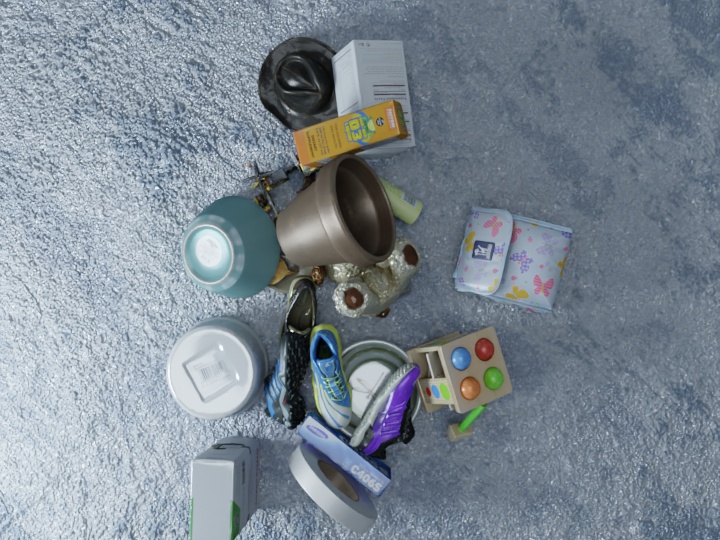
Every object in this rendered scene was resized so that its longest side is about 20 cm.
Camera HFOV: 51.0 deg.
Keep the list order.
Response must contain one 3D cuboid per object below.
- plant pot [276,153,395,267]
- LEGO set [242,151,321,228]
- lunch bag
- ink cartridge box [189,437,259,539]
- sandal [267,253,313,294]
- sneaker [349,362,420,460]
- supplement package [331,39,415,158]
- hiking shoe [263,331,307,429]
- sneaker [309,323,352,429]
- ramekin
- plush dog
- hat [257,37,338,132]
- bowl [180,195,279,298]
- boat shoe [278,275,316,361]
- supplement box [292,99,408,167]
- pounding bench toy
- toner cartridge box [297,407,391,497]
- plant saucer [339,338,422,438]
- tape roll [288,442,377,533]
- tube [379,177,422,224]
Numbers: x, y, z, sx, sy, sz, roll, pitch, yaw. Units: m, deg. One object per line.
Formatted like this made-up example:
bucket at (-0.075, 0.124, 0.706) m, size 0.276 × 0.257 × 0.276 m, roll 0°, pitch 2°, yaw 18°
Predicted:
plant pot at (-0.058, -0.089, 1.375) m, size 0.173 × 0.199 × 0.204 m, roll -19°, pitch 89°, yaw 30°
LEGO set at (-0.119, -0.163, 1.467) m, size 0.197 × 0.116 × 0.156 m, roll -19°, pitch 89°, yaw 2°
lunch bag at (0.289, -0.020, 1.452) m, size 0.197 × 0.127 × 0.173 m, roll 16°, pitch 88°, yaw 8°
ink cartridge box at (-0.252, 0.408, 1.426) m, size 0.083 × 0.200 × 0.149 m, roll 1°, pitch 89°, yaw 5°
sandal at (-0.183, -0.009, 1.499) m, size 0.197 × 0.054 × 0.082 m, roll 21°, pitch 90°, yaw 2°
sneaker at (0.071, 0.273, 1.435) m, size 0.099 × 0.070 × 0.202 m, roll 34°, pitch 98°, yaw 0°
supplement package at (0.023, -0.325, 1.452) m, size 0.108 × 0.113 × 0.204 m, roll -7°, pitch 90°, yaw -24°
hiking shoe at (-0.155, 0.210, 1.458) m, size 0.085 × 0.074 × 0.204 m, roll 14°, pitch 110°, yaw 27°
sneaker at (-0.064, 0.203, 1.418) m, size 0.074 × 0.105 × 0.204 m, roll -13°, pitch 87°, yaw 5°
ramekin at (-0.283, 0.195, 1.479) m, size 0.196 × 0.098 × 0.205 m, roll 0°, pitch 90°, yaw 2°
plush dog at (0.000, 0.000, 1.469) m, size 0.199 × 0.161 × 0.172 m, roll -37°, pitch 71°, yaw -16°
hat at (-0.111, -0.372, 1.487) m, size 0.197 × 0.081 × 0.205 m, roll 0°, pitch 89°, yaw 1°
bowl at (-0.264, -0.037, 1.445) m, size 0.197 × 0.105 × 0.205 m, roll 4°, pitch 100°, yaw 21°
boat shoe at (-0.123, 0.113, 1.478) m, size 0.072 × 0.065 × 0.204 m, roll 4°, pitch 102°, yaw -4°
supplement box at (-0.017, -0.245, 1.354) m, size 0.197 × 0.069 × 0.068 m, roll -15°, pitch 89°, yaw 15°
pounding bench toy at (0.199, 0.223, 1.416) m, size 0.123 × 0.156 × 0.203 m, roll -17°, pitch 89°, yaw -25°
toner cartridge box at (-0.029, 0.352, 1.471) m, size 0.199 × 0.095 × 0.043 m, roll 38°, pitch 90°, yaw 1°
plant saucer at (0.025, 0.235, 1.493) m, size 0.196 × 0.050 × 0.204 m, roll 0°, pitch 90°, yaw 2°
tape roll at (-0.051, 0.408, 1.420) m, size 0.202 × 0.203 × 0.037 m, roll 42°, pitch 90°, yaw 2°
tube at (0.028, -0.161, 1.470) m, size 0.198 × 0.058 × 0.053 m, roll 31°, pitch 67°, yaw -17°
